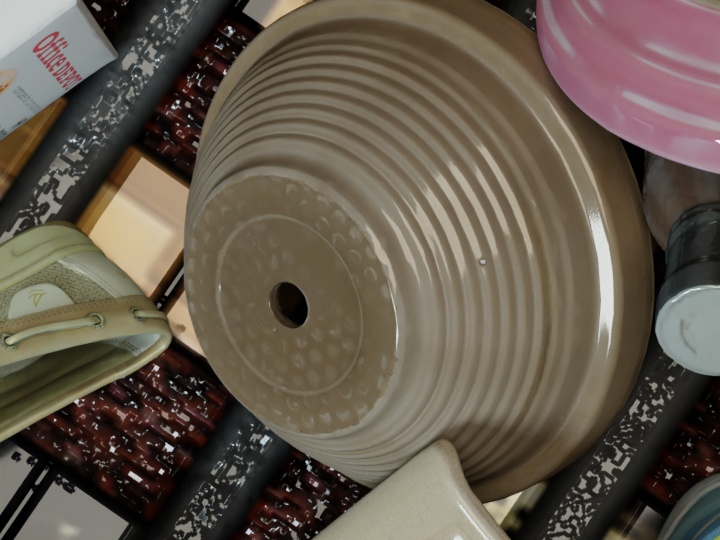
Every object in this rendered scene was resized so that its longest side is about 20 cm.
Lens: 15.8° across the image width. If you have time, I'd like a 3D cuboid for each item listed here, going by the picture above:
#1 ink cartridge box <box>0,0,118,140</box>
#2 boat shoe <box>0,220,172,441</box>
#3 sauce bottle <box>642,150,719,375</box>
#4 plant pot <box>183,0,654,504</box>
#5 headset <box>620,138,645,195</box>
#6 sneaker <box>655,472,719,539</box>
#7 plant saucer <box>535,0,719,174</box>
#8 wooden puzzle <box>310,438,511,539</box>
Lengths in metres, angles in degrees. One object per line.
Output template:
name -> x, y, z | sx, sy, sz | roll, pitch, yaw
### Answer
ink cartridge box -> -0.217, -0.090, 0.983 | 0.200, 0.147, 0.145 | -36, 87, -2
boat shoe -> -0.161, 0.054, 0.976 | 0.063, 0.073, 0.200 | 39, 51, 22
sauce bottle -> 0.132, -0.043, 0.929 | 0.064, 0.200, 0.065 | 7, 130, 9
plant pot -> 0.000, 0.000, 0.954 | 0.200, 0.093, 0.202 | 14, 114, 35
headset -> 0.060, -0.031, 1.034 | 0.123, 0.094, 0.201 | -3, 71, 2
sneaker -> 0.119, 0.171, 0.980 | 0.079, 0.131, 0.201 | 22, 88, 0
plant saucer -> 0.161, -0.105, 0.910 | 0.200, 0.201, 0.051 | -6, 127, -1
wooden puzzle -> 0.047, 0.176, 0.967 | 0.037, 0.185, 0.200 | -30, 82, -40
